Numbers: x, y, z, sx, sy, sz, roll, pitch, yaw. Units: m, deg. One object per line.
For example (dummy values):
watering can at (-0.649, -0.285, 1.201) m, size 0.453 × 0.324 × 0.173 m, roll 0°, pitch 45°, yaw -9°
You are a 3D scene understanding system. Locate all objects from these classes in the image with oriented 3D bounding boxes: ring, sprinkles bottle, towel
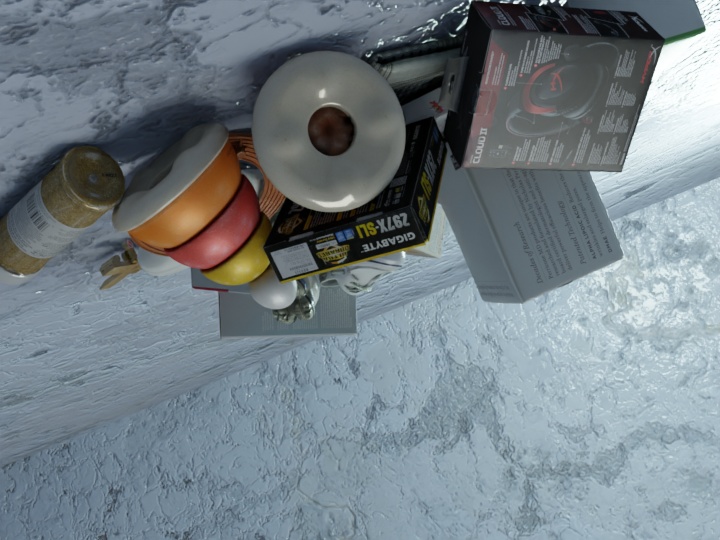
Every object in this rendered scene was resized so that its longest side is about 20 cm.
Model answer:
ring at (-0.166, -0.077, 1.123) m, size 0.200 × 0.019 × 0.201 m, roll -22°, pitch 151°, yaw -13°
sprinkles bottle at (-0.312, -0.051, 0.997) m, size 0.068 × 0.069 × 0.200 m, roll -11°, pitch 167°, yaw -47°
towel at (0.074, -0.203, 1.100) m, size 0.199 × 0.035 × 0.193 m, roll -18°, pitch 170°, yaw -22°

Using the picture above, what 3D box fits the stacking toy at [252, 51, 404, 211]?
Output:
stacking toy at (-0.052, -0.126, 0.993) m, size 0.146 × 0.147 × 0.200 m, roll -18°, pitch -175°, yaw -17°

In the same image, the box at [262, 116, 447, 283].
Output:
box at (0.001, -0.077, 1.025) m, size 0.159 × 0.049 × 0.200 m, roll -17°, pitch -152°, yaw 20°

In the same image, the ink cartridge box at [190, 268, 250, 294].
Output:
ink cartridge box at (-0.121, -0.022, 1.418) m, size 0.145 × 0.084 × 0.200 m, roll 2°, pitch -171°, yaw 39°

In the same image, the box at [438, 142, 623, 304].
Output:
box at (0.182, -0.076, 1.165) m, size 0.130 × 0.201 × 0.199 m, roll -23°, pitch -178°, yaw -5°

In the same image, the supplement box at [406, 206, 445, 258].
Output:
supplement box at (0.035, -0.066, 1.350) m, size 0.125 × 0.074 × 0.200 m, roll 8°, pitch 178°, yaw 15°

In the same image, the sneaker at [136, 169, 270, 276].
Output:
sneaker at (-0.200, -0.066, 1.195) m, size 0.200 × 0.075 × 0.088 m, roll -34°, pitch 163°, yaw 13°

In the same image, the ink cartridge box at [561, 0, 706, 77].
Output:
ink cartridge box at (0.276, -0.247, 1.146) m, size 0.145 × 0.085 × 0.200 m, roll -19°, pitch 170°, yaw -14°

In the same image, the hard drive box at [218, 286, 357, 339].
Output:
hard drive box at (-0.105, 0.049, 1.495) m, size 0.199 × 0.077 × 0.156 m, roll -1°, pitch -173°, yaw 0°

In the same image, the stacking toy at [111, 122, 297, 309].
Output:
stacking toy at (-0.135, -0.033, 0.999) m, size 0.146 × 0.200 × 0.146 m, roll -35°, pitch -158°, yaw 16°

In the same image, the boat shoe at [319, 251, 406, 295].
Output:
boat shoe at (0.000, 0.000, 1.301) m, size 0.073 × 0.067 × 0.200 m, roll 10°, pitch 178°, yaw -22°

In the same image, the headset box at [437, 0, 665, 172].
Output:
headset box at (0.177, -0.180, 0.988) m, size 0.199 × 0.075 × 0.149 m, roll -1°, pitch 126°, yaw -13°

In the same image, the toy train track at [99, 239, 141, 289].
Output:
toy train track at (-0.291, -0.021, 1.359) m, size 0.114 × 0.033 × 0.200 m, roll -33°, pitch 173°, yaw 21°

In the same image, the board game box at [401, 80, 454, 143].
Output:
board game box at (0.081, -0.169, 1.141) m, size 0.199 × 0.035 × 0.126 m, roll -22°, pitch 173°, yaw 26°

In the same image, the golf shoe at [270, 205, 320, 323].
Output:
golf shoe at (-0.101, -0.034, 1.289) m, size 0.078 × 0.201 × 0.097 m, roll -3°, pitch -153°, yaw 22°

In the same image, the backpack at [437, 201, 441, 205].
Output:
backpack at (0.181, -0.147, 1.327) m, size 0.199 × 0.168 × 0.127 m, roll -5°, pitch 176°, yaw -3°
